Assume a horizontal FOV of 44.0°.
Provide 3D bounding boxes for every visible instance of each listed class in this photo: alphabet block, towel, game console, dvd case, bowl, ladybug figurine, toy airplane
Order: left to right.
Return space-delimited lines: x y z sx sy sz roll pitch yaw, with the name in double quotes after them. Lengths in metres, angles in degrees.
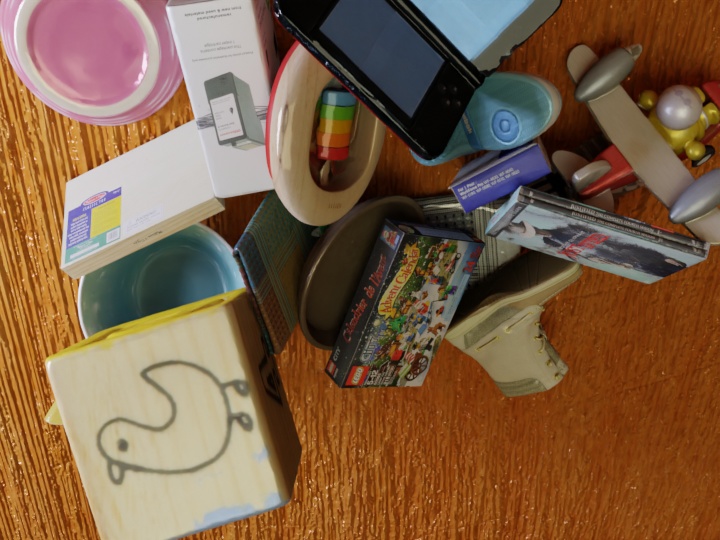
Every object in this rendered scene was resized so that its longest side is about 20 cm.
-0.223 0.033 1.058 0.198 0.105 0.204 0 95 -1 "bowl"
-0.180 0.144 0.919 0.193 0.196 0.202 -18 94 -1 "alphabet block"
-0.081 -0.025 0.996 0.021 0.201 0.148 -2 126 22 "towel"
-0.037 -0.146 0.851 0.135 0.072 0.202 -5 113 -44 "ladybug figurine"
0.054 -0.232 0.775 0.200 0.173 0.118 41 145 -17 "game console"
0.104 -0.002 1.106 0.190 0.035 0.202 -6 124 2 "towel"
0.242 -0.034 0.939 0.198 0.146 0.022 18 78 -2 "dvd case"
0.299 -0.138 0.922 0.198 0.201 0.141 16 156 2 "toy airplane"

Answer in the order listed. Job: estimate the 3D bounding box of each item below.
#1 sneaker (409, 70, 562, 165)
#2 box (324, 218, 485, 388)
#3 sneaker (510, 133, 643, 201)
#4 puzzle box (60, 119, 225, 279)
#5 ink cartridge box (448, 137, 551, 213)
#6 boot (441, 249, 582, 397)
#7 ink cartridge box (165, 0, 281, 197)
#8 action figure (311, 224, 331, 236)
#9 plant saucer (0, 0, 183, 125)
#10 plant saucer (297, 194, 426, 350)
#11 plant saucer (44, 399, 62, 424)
0.151 -0.170 0.927 0.199 0.130 0.080 -4 106 51 "sneaker"
0.052 0.043 1.040 0.136 0.038 0.202 4 116 -42 "box"
0.256 -0.091 1.042 0.198 0.076 0.116 -19 156 -11 "sneaker"
-0.243 -0.084 0.990 0.198 0.134 0.025 -22 141 14 "puzzle box"
0.150 -0.106 0.944 0.099 0.200 0.040 -26 96 16 "ink cartridge box"
0.214 0.067 1.090 0.199 0.072 0.155 -33 114 28 "boot"
-0.125 -0.198 0.909 0.083 0.147 0.202 -7 124 3 "ink cartridge box"
-0.042 -0.140 0.986 0.054 0.118 0.202 0 116 13 "action figure"
-0.281 -0.241 0.934 0.198 0.051 0.203 0 122 -1 "plant saucer"
0.000 0.000 1.017 0.199 0.029 0.202 -33 142 -30 "plant saucer"
-0.268 0.139 1.112 0.197 0.200 0.049 3 100 -3 "plant saucer"
